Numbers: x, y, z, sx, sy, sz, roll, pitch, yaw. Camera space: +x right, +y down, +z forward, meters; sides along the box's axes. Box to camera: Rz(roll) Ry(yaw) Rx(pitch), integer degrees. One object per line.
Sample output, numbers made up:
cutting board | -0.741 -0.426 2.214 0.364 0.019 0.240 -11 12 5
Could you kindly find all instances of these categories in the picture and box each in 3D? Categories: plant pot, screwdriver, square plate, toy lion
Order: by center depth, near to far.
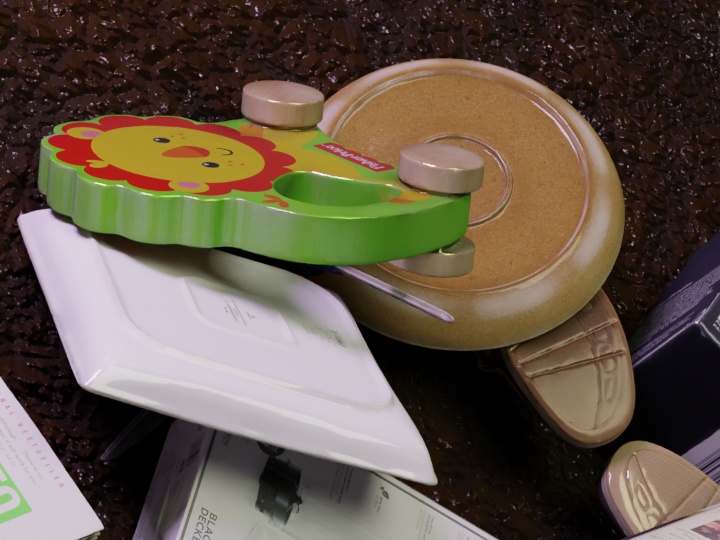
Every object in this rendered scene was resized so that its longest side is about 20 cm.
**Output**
square plate | -0.068 0.031 1.527 0.197 0.029 0.200 16 20 -23
toy lion | -0.063 -0.044 1.576 0.200 0.069 0.191 23 25 40
screwdriver | 0.000 0.000 1.593 0.029 0.200 0.028 -31 117 -26
plant pot | 0.054 -0.046 1.700 0.199 0.028 0.201 2 57 -2

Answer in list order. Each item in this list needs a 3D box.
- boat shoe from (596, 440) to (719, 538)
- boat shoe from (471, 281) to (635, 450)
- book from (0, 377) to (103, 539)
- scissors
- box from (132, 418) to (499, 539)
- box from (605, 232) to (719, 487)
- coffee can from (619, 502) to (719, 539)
boat shoe | 0.201 0.182 1.700 0.200 0.065 0.072 43 57 -9
boat shoe | 0.093 0.026 1.717 0.072 0.072 0.200 -24 64 -19
book | -0.236 0.109 1.398 0.200 0.048 0.134 -20 70 -45
scissors | -0.086 0.047 1.596 0.200 0.014 0.073 -21 76 -46
box | -0.016 0.158 1.525 0.199 0.060 0.117 31 49 -19
box | 0.265 0.081 1.786 0.200 0.123 0.198 48 42 -3
coffee can | 0.206 0.193 1.568 0.199 0.146 0.147 -16 70 -31
